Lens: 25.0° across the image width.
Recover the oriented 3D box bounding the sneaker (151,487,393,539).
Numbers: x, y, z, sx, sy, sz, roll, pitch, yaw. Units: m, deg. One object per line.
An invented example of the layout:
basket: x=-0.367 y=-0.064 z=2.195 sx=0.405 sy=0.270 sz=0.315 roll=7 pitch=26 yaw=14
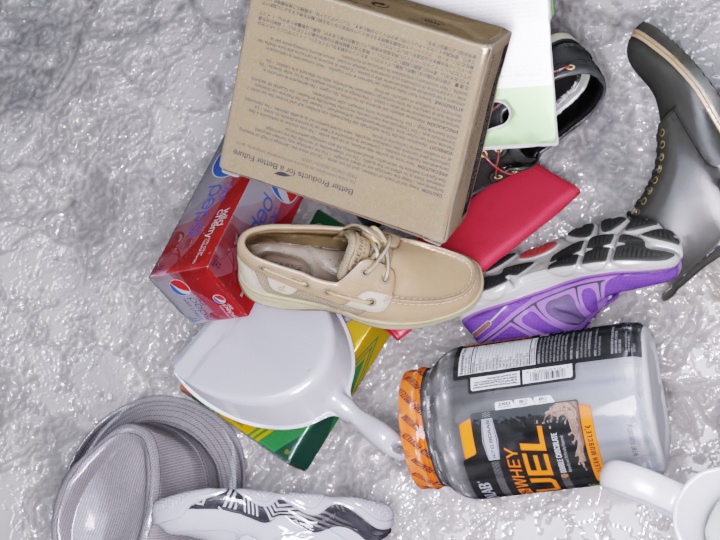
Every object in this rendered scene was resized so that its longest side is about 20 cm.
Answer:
sneaker: x=-0.073 y=0.238 z=1.313 sx=0.198 sy=0.075 sz=0.116 roll=5 pitch=79 yaw=-9

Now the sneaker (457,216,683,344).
sneaker: x=0.173 y=0.017 z=1.312 sx=0.199 sy=0.081 sz=0.084 roll=-18 pitch=111 yaw=31

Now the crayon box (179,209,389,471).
crayon box: x=-0.050 y=0.053 z=1.395 sx=0.126 sy=0.051 sz=0.201 roll=30 pitch=86 yaw=23

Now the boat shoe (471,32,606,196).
boat shoe: x=0.115 y=-0.113 z=1.352 sx=0.201 sy=0.074 sz=0.063 roll=-39 pitch=41 yaw=9

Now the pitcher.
pitcher: x=0.264 y=0.186 z=1.172 sx=0.170 sy=0.200 sz=0.122 roll=23 pitch=84 yaw=23

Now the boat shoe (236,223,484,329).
boat shoe: x=0.000 y=0.000 z=1.281 sx=0.198 sy=0.065 sz=0.072 roll=2 pitch=61 yaw=0

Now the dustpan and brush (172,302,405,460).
dustpan and brush: x=-0.039 y=0.091 z=1.328 sx=0.199 sy=0.057 sz=0.140 roll=32 pitch=74 yaw=32

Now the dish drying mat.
dish drying mat: x=0.086 y=-0.020 z=1.345 sx=0.199 sy=0.018 sz=0.077 roll=-37 pitch=39 yaw=-14

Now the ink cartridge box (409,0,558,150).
ink cartridge box: x=0.085 y=-0.200 z=1.306 sx=0.144 sy=0.048 sz=0.202 roll=-3 pitch=108 yaw=12

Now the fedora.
fedora: x=-0.196 y=0.198 z=1.382 sx=0.176 sy=0.090 sz=0.201 roll=24 pitch=84 yaw=22

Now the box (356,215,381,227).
box: x=0.042 y=-0.147 z=1.381 sx=0.199 sy=0.036 sz=0.143 roll=-38 pitch=110 yaw=7

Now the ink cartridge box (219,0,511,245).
ink cartridge box: x=0.003 y=-0.134 z=1.281 sx=0.198 sy=0.075 sz=0.166 roll=19 pitch=114 yaw=13

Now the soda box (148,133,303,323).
soda box: x=-0.101 y=-0.051 z=1.379 sx=0.070 sy=0.064 sz=0.201 roll=-9 pitch=43 yaw=36

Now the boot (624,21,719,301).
boot: x=0.246 y=-0.091 z=1.325 sx=0.138 sy=0.077 sz=0.201 roll=-39 pitch=66 yaw=10

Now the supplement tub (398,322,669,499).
supplement tub: x=0.137 y=0.113 z=1.277 sx=0.198 sy=0.122 sz=0.124 roll=-10 pitch=73 yaw=17
